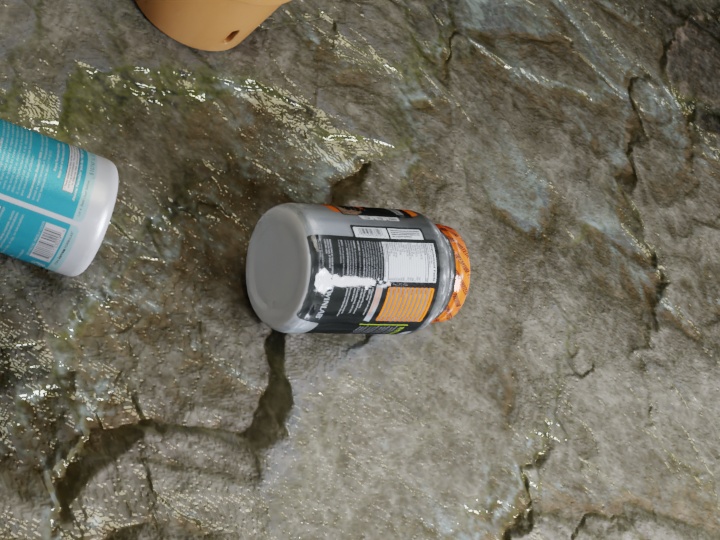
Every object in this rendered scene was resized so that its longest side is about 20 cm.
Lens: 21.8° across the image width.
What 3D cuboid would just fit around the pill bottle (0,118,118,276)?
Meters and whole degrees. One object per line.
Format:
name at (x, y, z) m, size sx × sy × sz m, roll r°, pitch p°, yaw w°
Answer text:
pill bottle at (-0.321, -0.076, 1.642) m, size 0.199 × 0.111 × 0.111 m, roll 21°, pitch 41°, yaw -20°

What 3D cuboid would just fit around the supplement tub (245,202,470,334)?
supplement tub at (0.000, 0.000, 1.800) m, size 0.199 × 0.123 × 0.123 m, roll 3°, pitch 50°, yaw -36°

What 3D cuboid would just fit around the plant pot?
plant pot at (-0.156, -0.332, 1.997) m, size 0.199 × 0.140 × 0.201 m, roll 21°, pitch 42°, yaw -20°
